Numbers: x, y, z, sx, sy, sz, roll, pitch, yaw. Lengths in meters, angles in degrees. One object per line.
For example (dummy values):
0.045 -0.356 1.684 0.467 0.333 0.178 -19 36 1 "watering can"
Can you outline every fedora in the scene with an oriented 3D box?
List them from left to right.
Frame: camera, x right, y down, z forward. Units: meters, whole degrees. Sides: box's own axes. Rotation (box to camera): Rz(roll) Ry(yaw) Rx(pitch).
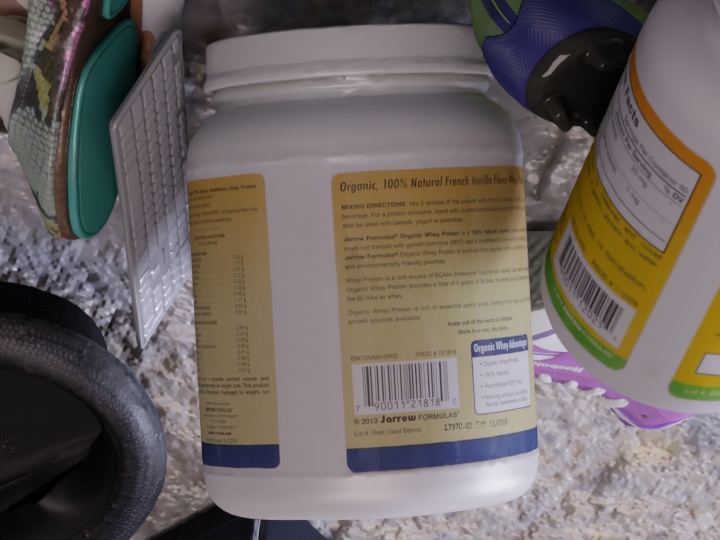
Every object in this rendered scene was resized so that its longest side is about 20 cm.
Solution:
-0.191 0.068 1.174 0.200 0.092 0.201 2 128 2 "fedora"

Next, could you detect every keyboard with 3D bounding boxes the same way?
-0.091 -0.032 1.070 0.011 0.056 0.200 19 152 9 "keyboard"

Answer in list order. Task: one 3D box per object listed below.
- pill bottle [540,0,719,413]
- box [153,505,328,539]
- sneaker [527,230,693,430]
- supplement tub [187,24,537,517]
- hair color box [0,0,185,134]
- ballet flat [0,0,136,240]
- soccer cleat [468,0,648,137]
0.148 -0.047 0.919 0.111 0.111 0.200 12 136 -7 "pill bottle"
-0.098 0.249 1.246 0.200 0.197 0.124 -30 122 23 "box"
0.094 0.039 1.152 0.200 0.073 0.114 -6 131 7 "sneaker"
0.000 0.000 1.028 0.144 0.144 0.200 -3 90 5 "supplement tub"
-0.117 -0.148 1.020 0.099 0.061 0.200 12 129 -7 "hair color box"
-0.123 -0.107 0.980 0.071 0.069 0.200 20 125 10 "ballet flat"
0.116 -0.090 1.027 0.065 0.084 0.200 -47 151 20 "soccer cleat"
